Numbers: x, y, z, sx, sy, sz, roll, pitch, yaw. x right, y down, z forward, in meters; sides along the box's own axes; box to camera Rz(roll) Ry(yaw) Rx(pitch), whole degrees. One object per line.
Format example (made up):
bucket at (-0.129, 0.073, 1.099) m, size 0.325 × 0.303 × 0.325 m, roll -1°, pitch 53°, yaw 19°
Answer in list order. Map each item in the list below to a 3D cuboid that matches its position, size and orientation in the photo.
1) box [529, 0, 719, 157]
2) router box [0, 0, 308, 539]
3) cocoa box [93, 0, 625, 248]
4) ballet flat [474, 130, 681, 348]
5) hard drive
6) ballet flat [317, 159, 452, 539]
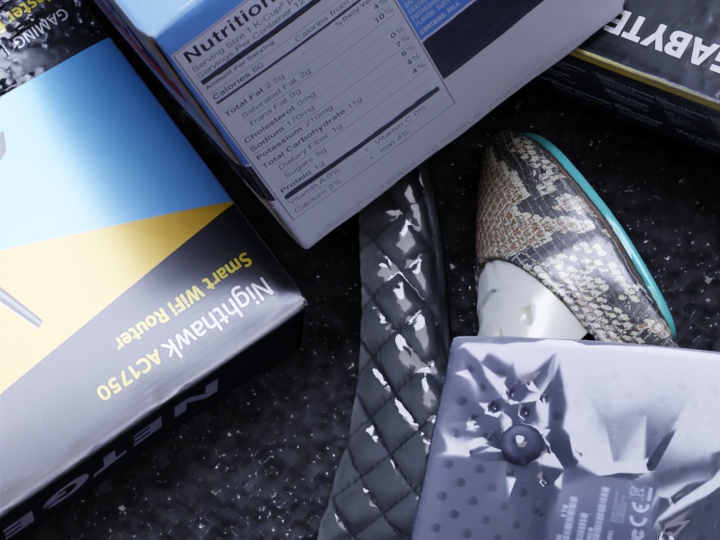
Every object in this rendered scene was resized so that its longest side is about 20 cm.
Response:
box at (0.101, -0.130, 0.928) m, size 0.200 × 0.049 × 0.160 m, roll 25°, pitch 76°, yaw 32°
router box at (-0.139, 0.015, 0.918) m, size 0.200 × 0.051 × 0.149 m, roll -35°, pitch 77°, yaw -12°
cocoa box at (-0.038, -0.135, 0.884) m, size 0.133 × 0.131 × 0.200 m, roll -38°, pitch 56°, yaw -1°
ballet flat at (0.084, 0.047, 0.910) m, size 0.075 × 0.068 × 0.200 m, roll -34°, pitch 80°, yaw -23°
hard drive at (0.112, 0.094, 0.785) m, size 0.200 × 0.042 × 0.135 m, roll 8°, pitch 76°, yaw 16°
ballet flat at (0.000, 0.000, 0.923) m, size 0.057 × 0.066 × 0.200 m, roll -9°, pitch 74°, yaw 1°
